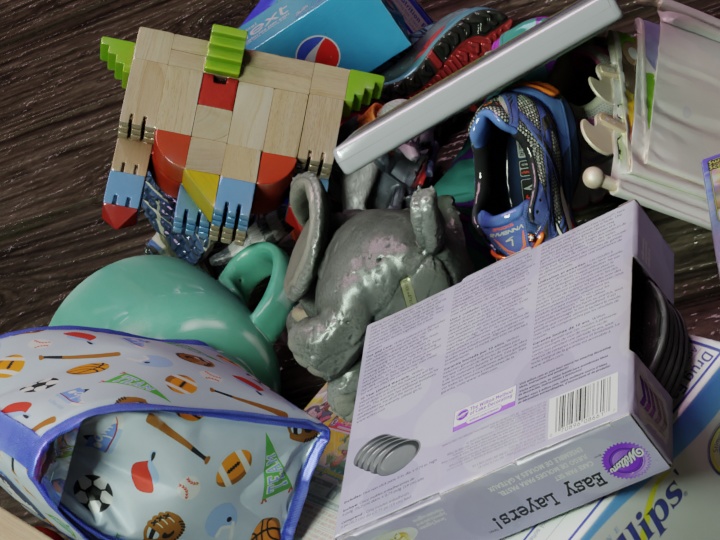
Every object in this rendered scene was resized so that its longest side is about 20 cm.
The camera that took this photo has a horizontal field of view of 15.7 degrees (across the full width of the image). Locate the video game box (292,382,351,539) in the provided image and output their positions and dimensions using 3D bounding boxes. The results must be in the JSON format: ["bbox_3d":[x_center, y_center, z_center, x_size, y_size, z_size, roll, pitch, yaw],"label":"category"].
[{"bbox_3d":[0.007,0.139,1.647,0.182,0.047,0.200,-50,30,-15],"label":"video game box"}]

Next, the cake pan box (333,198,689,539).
[{"bbox_3d":[0.084,0.065,1.442,0.199,0.052,0.185,-27,33,24],"label":"cake pan box"}]

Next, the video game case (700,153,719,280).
[{"bbox_3d":[0.303,-0.030,1.507,0.199,0.046,0.182,-19,35,15],"label":"video game case"}]

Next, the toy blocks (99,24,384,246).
[{"bbox_3d":[-0.093,-0.083,1.804,0.100,0.199,0.137,108,172,-65],"label":"toy blocks"}]

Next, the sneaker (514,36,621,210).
[{"bbox_3d":[0.177,-0.114,1.717,0.199,0.089,0.081,-28,31,-30],"label":"sneaker"}]

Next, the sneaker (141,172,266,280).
[{"bbox_3d":[-0.112,-0.044,1.937,0.085,0.077,0.200,-35,-14,-21],"label":"sneaker"}]

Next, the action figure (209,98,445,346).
[{"bbox_3d":[-0.012,-0.041,1.852,0.194,0.104,0.200,-51,12,18],"label":"action figure"}]

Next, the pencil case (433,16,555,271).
[{"bbox_3d":[0.101,-0.078,1.791,0.092,0.085,0.201,21,54,8],"label":"pencil case"}]

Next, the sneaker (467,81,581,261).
[{"bbox_3d":[0.104,-0.018,1.631,0.075,0.201,0.078,-18,-6,32],"label":"sneaker"}]

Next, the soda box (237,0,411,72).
[{"bbox_3d":[-0.064,-0.151,1.957,0.199,0.068,0.064,-32,24,10],"label":"soda box"}]

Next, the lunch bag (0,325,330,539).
[{"bbox_3d":[-0.152,0.106,1.604,0.170,0.199,0.125,25,100,53],"label":"lunch bag"}]

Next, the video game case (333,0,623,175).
[{"bbox_3d":[0.078,-0.124,1.696,0.199,0.022,0.182,-30,4,7],"label":"video game case"}]

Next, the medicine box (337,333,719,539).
[{"bbox_3d":[0.119,0.124,1.476,0.182,0.103,0.200,-49,30,-16],"label":"medicine box"}]

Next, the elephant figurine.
[{"bbox_3d":[0.000,0.000,1.662,0.155,0.142,0.200,-38,31,7],"label":"elephant figurine"}]

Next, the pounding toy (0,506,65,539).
[{"bbox_3d":[-0.177,0.232,1.618,0.184,0.200,0.142,23,67,43],"label":"pounding toy"}]

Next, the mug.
[{"bbox_3d":[-0.125,0.065,1.778,0.114,0.151,0.186,36,109,56],"label":"mug"}]

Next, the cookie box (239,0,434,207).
[{"bbox_3d":[-0.055,-0.136,2.073,0.171,0.075,0.200,2,49,50],"label":"cookie box"}]

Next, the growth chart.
[{"bbox_3d":[0.210,-0.102,1.664,0.018,0.144,0.201,-56,13,47],"label":"growth chart"}]

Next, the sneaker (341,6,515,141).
[{"bbox_3d":[0.030,-0.127,1.982,0.199,0.080,0.096,-33,18,-5],"label":"sneaker"}]
